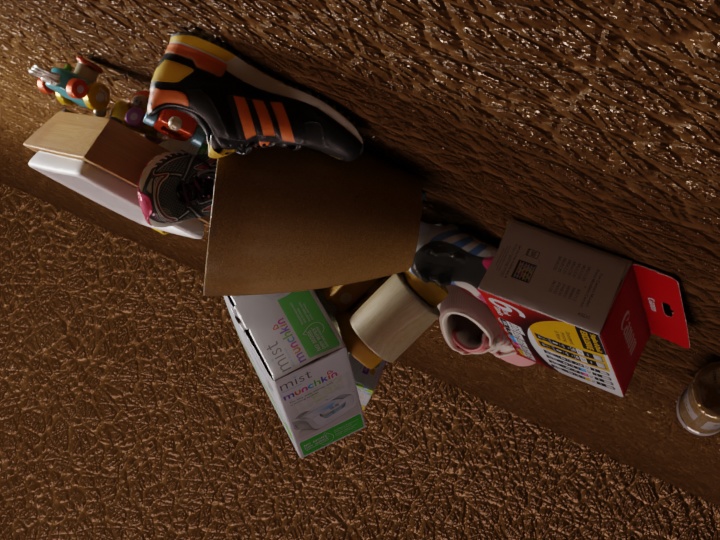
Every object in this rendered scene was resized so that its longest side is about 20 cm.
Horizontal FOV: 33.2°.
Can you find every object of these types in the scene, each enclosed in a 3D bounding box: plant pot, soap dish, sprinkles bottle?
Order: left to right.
[{"bbox_3d":[-0.272,-0.114,1.412,0.200,0.082,0.157,28,171,-40],"label":"soap dish"},{"bbox_3d":[-0.045,-0.059,1.182,0.199,0.188,0.186,6,174,-6],"label":"plant pot"},{"bbox_3d":[0.424,0.157,1.455,0.068,0.069,0.200,23,172,14],"label":"sprinkles bottle"}]

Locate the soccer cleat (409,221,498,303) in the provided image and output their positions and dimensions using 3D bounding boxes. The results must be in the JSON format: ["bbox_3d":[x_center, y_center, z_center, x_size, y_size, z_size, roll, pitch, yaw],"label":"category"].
[{"bbox_3d":[0.122,-0.014,1.327,0.199,0.070,0.087,20,-151,-37],"label":"soccer cleat"}]

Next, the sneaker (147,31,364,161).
[{"bbox_3d":[-0.096,-0.131,1.083,0.199,0.090,0.070,28,172,-14],"label":"sneaker"}]

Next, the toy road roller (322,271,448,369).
[{"bbox_3d":[0.000,0.000,1.381,0.146,0.123,0.200,39,-166,-26],"label":"toy road roller"}]

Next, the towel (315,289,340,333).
[{"bbox_3d":[-0.089,0.001,1.547,0.148,0.036,0.201,12,140,54],"label":"towel"}]

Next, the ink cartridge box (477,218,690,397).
[{"bbox_3d":[0.231,0.049,1.218,0.175,0.084,0.200,21,166,27],"label":"ink cartridge box"}]

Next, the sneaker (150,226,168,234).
[{"bbox_3d":[-0.246,-0.104,1.632,0.073,0.077,0.200,28,-159,5],"label":"sneaker"}]

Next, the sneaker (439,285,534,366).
[{"bbox_3d":[0.157,0.080,1.478,0.075,0.105,0.200,-17,131,31],"label":"sneaker"}]

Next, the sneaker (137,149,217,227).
[{"bbox_3d":[-0.166,-0.103,1.357,0.074,0.081,0.200,5,-159,42],"label":"sneaker"}]

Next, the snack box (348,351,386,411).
[{"bbox_3d":[0.024,0.076,1.604,0.053,0.201,0.142,21,162,0],"label":"snack box"}]

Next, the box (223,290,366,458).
[{"bbox_3d":[-0.087,0.087,1.428,0.200,0.096,0.177,58,168,38],"label":"box"}]

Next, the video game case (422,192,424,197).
[{"bbox_3d":[-0.034,-0.110,1.305,0.199,0.018,0.143,26,172,-5],"label":"video game case"}]

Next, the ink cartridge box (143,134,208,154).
[{"bbox_3d":[-0.176,-0.128,1.529,0.199,0.051,0.109,25,172,-2],"label":"ink cartridge box"}]

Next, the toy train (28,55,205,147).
[{"bbox_3d":[-0.262,-0.195,1.342,0.199,0.056,0.150,23,172,-10],"label":"toy train"}]

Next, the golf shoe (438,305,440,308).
[{"bbox_3d":[0.137,0.027,1.553,0.091,0.076,0.200,-13,146,41],"label":"golf shoe"}]
